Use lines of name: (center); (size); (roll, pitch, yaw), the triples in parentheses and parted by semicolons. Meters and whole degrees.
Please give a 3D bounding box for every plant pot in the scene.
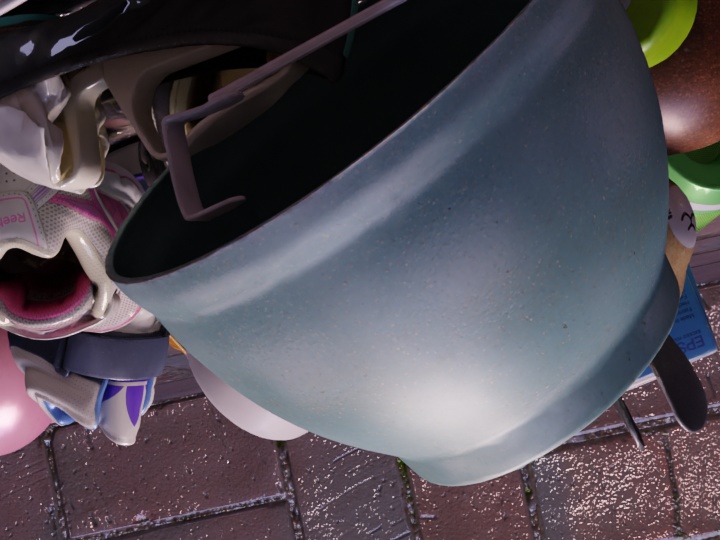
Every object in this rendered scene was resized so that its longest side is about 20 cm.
plant pot: (0.029, -0.012, 0.612); (0.199, 0.135, 0.201); (-34, -162, 12)

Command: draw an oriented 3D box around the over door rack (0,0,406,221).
over door rack: (-0.019, -0.094, 0.448); (0.199, 0.067, 0.147); (-37, 165, 21)

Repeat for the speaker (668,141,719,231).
speaker: (0.180, -0.051, 1.083); (0.088, 0.089, 0.200); (-10, 166, -15)

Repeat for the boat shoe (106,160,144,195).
boat shoe: (-0.197, -0.017, 0.897); (0.198, 0.070, 0.066); (-18, -168, 13)

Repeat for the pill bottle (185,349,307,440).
pill bottle: (0.000, 0.000, 0.913); (0.114, 0.115, 0.200); (-4, 151, -48)

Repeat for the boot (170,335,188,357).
boot: (-0.082, 0.039, 1.110); (0.200, 0.071, 0.144); (26, -176, -36)

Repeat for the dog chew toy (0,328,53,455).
dog chew toy: (-0.235, 0.059, 1.249); (0.124, 0.126, 0.199); (-16, 180, 36)

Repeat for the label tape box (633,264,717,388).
label tape box: (0.134, 0.058, 1.126); (0.143, 0.064, 0.200); (-20, 172, -5)

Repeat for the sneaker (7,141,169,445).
sneaker: (-0.113, 0.015, 0.933); (0.199, 0.148, 0.080); (-16, 172, 37)

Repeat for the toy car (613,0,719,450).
toy car: (0.117, -0.026, 0.754); (0.157, 0.202, 0.164); (-15, 173, 30)

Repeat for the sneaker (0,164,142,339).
sneaker: (-0.140, -0.006, 0.769); (0.081, 0.089, 0.200); (-12, 156, 6)

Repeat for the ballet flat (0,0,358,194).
ballet flat: (-0.091, -0.068, 0.612); (0.198, 0.069, 0.068); (-14, 173, 25)

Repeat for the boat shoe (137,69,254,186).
boat shoe: (-0.068, -0.053, 0.770); (0.065, 0.072, 0.201); (17, 169, 14)
